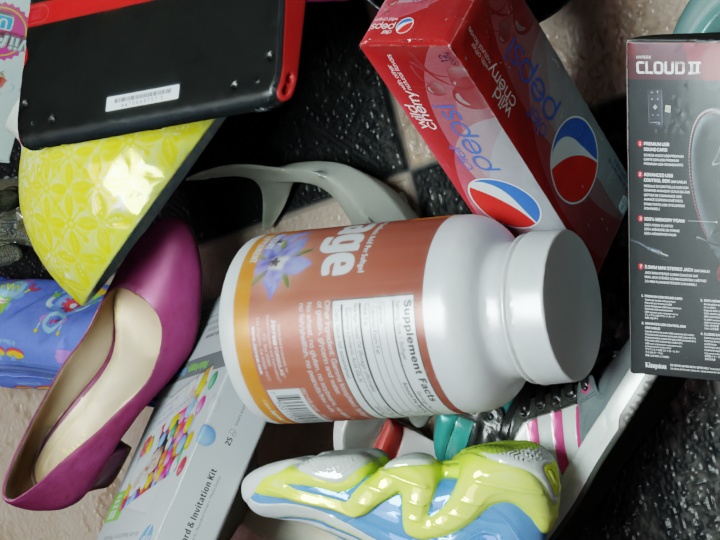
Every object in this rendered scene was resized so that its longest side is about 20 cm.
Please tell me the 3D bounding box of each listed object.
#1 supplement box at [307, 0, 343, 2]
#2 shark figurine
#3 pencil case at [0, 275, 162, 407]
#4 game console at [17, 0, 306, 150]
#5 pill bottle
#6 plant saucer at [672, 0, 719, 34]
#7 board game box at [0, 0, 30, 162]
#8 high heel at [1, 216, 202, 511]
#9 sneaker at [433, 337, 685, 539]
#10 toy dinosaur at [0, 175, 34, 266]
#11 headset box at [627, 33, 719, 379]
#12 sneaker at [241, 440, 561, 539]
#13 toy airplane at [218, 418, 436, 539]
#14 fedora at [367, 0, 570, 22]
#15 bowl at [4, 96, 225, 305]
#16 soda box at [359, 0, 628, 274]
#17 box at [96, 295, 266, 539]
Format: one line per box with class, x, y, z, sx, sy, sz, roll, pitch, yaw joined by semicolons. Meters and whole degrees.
supplement box;-0.024;-0.270;1.524;0.101;0.103;0.201;-17;88;37
shark figurine;-0.004;-0.022;1.549;0.215;0.089;0.128;48;114;24
pencil case;-0.197;0.048;1.715;0.199;0.087;0.078;5;122;39
game console;-0.114;-0.164;1.480;0.199;0.031;0.178;-8;71;33
pill bottle;0.030;0.027;1.434;0.199;0.112;0.113;-5;93;27
plant saucer;0.241;-0.087;1.381;0.199;0.036;0.201;7;101;38
board game box;-0.243;-0.195;1.687;0.148;0.064;0.201;-115;41;-63
high heel;-0.161;0.062;1.583;0.067;0.096;0.201;25;107;25
sneaker;0.109;0.072;1.483;0.121;0.084;0.200;41;121;16
toy dinosaur;-0.203;-0.032;1.709;0.199;0.102;0.077;0;109;28
headset box;0.220;-0.044;1.322;0.148;0.075;0.201;3;98;37
sneaker;0.021;0.155;1.455;0.199;0.076;0.106;-5;90;30
toy airplane;-0.025;0.174;1.559;0.200;0.141;0.200;-35;66;42
fedora;0.065;-0.233;1.409;0.200;0.092;0.202;0;89;-4
bowl;-0.156;-0.089;1.573;0.108;0.200;0.200;36;121;-2
soda box;0.080;-0.084;1.412;0.063;0.200;0.070;4;54;38
box;-0.103;0.109;1.571;0.201;0.041;0.156;-68;15;-15
